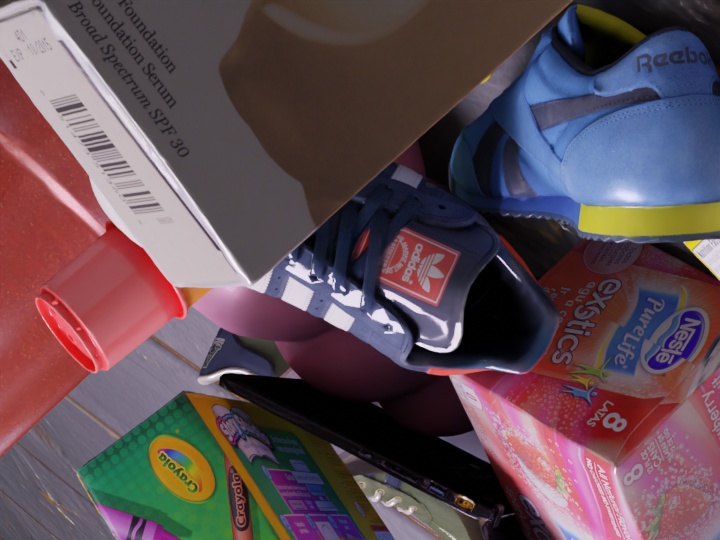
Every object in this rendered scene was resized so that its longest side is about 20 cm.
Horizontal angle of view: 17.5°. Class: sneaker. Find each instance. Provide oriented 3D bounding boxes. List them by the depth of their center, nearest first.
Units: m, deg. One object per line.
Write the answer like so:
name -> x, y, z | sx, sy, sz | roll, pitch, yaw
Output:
sneaker -> -0.003, -0.013, 0.819 | 0.199, 0.075, 0.084 | 22, -176, -43
sneaker -> 0.081, -0.055, 0.832 | 0.200, 0.065, 0.079 | -163, 67, -74
sneaker -> -0.009, 0.099, 1.299 | 0.200, 0.090, 0.067 | 49, 162, -3

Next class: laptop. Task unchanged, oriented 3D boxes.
laptop -> 0.025, 0.140, 1.025 | 0.199, 0.117, 0.187 | 26, -179, 13

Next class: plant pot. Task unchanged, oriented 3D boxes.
plant pot -> -0.190, -0.006, 1.119 | 0.201, 0.195, 0.201 | 41, 172, 7

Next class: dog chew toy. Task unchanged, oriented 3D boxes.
dog chew toy -> 0.000, 0.000, 1.032 | 0.200, 0.125, 0.124 | 44, 166, -28

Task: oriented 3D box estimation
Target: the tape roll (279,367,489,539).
tape roll -> 0.014, 0.141, 1.151 | 0.203, 0.202, 0.071 | 46, 163, 8

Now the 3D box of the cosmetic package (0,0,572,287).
cosmetic package -> -0.002, -0.096, 0.690 | 0.105, 0.200, 0.071 | 52, 161, -15

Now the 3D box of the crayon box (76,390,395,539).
crayon box -> -0.036, 0.120, 0.996 | 0.119, 0.058, 0.200 | 56, -172, 13

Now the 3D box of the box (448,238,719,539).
box -> 0.128, 0.094, 0.950 | 0.102, 0.095, 0.201 | 30, 155, 44

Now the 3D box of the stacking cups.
stacking cups -> -0.036, -0.037, 0.893 | 0.060, 0.200, 0.061 | 41, 159, 19

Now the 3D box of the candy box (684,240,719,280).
candy box -> 0.173, -0.007, 0.745 | 0.102, 0.026, 0.200 | 50, 163, 5
